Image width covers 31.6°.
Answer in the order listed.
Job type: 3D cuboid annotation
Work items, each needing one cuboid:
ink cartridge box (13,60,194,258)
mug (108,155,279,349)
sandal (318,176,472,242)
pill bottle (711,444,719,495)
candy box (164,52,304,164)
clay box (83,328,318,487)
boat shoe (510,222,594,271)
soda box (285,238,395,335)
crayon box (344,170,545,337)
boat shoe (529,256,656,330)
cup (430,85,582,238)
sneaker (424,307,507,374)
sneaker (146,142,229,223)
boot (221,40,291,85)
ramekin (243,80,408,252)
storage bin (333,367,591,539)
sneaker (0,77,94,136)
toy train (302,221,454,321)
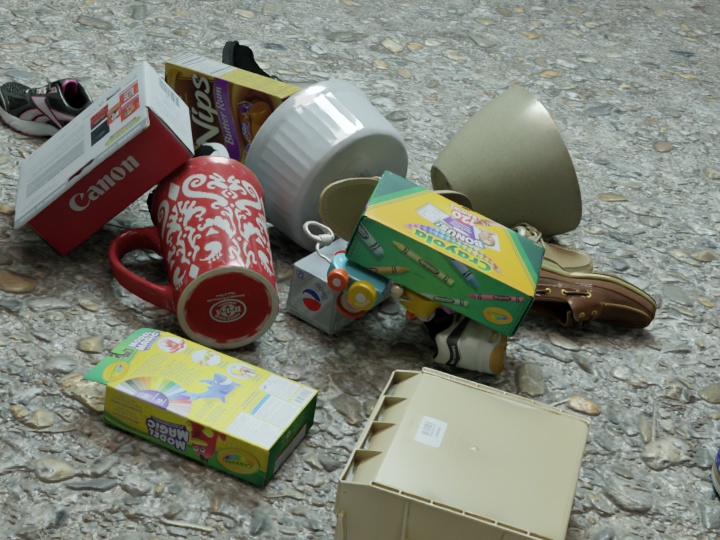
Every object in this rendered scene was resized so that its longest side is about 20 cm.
[{"bbox_3d":[-0.290,-0.117,1.440,0.084,0.199,0.176,47,13,-30],"label":"ink cartridge box"},{"bbox_3d":[-0.172,-0.004,1.392,0.133,0.177,0.201,46,14,-35],"label":"mug"},{"bbox_3d":[0.027,-0.071,1.486,0.210,0.078,0.069,1,11,-32],"label":"sandal"},{"bbox_3d":[0.425,0.139,1.231,0.118,0.202,0.120,9,29,-5],"label":"pill bottle"},{"bbox_3d":[-0.173,-0.208,1.708,0.199,0.118,0.056,21,31,28],"label":"candy box"},{"bbox_3d":[-0.153,0.125,1.214,0.198,0.048,0.115,19,30,16],"label":"clay box"},{"bbox_3d":[0.200,-0.022,1.576,0.198,0.065,0.072,5,30,-11],"label":"boat shoe"},{"bbox_3d":[0.000,0.000,1.470,0.068,0.064,0.200,27,33,23],"label":"soda box"},{"bbox_3d":[0.093,-0.020,1.361,0.199,0.059,0.119,26,31,0],"label":"crayon box"},{"bbox_3d":[0.252,0.039,1.499,0.198,0.072,0.068,16,61,-8],"label":"boat shoe"},{"bbox_3d":[0.175,-0.116,1.639,0.142,0.201,0.201,-25,38,-9],"label":"cup"},{"bbox_3d":[0.115,0.042,1.427,0.087,0.076,0.200,3,25,1],"label":"sneaker"},{"bbox_3d":[-0.213,-0.101,1.566,0.111,0.074,0.200,-2,32,-20],"label":"sneaker"},{"bbox_3d":[-0.125,-0.265,1.875,0.156,0.080,0.212,0,41,-6],"label":"boot"},{"bbox_3d":[-0.036,-0.118,1.538,0.199,0.202,0.098,-16,46,-39],"label":"ramekin"},{"bbox_3d":[0.093,0.193,1.133,0.197,0.094,0.200,16,30,10],"label":"storage bin"},{"bbox_3d":[-0.402,-0.222,1.700,0.199,0.087,0.080,24,30,23],"label":"sneaker"},{"bbox_3d":[0.029,0.004,1.391,0.198,0.056,0.151,4,37,-31],"label":"toy train"}]
